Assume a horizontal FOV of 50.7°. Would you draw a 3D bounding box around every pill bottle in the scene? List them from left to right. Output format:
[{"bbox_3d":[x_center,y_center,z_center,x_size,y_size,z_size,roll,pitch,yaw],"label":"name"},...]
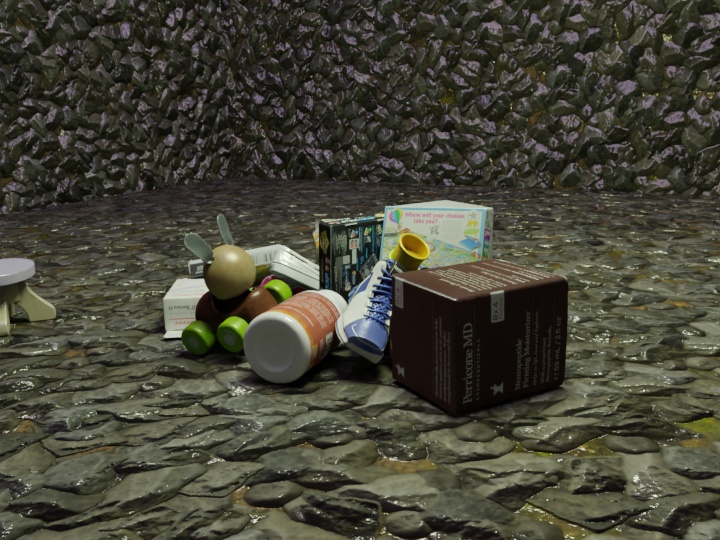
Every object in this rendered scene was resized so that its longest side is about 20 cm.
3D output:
[{"bbox_3d":[-0.092,0.096,1.212,0.112,0.112,0.200,3,14,21],"label":"pill bottle"}]

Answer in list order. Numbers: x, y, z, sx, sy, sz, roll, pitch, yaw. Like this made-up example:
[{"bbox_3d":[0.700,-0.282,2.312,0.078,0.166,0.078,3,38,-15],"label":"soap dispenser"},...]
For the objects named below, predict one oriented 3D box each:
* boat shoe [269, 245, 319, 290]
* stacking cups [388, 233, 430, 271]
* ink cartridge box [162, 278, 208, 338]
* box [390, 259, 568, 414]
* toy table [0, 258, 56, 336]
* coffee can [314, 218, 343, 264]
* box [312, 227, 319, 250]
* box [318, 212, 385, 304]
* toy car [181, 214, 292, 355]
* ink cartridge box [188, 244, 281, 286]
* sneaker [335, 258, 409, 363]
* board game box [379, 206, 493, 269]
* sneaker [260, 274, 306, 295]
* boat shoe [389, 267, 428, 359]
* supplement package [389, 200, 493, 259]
[{"bbox_3d":[-0.079,0.012,1.499,0.200,0.065,0.074,26,-15,-21],"label":"boat shoe"},{"bbox_3d":[0.050,0.026,1.326,0.060,0.200,0.061,19,39,-16],"label":"stacking cups"},{"bbox_3d":[-0.309,0.068,1.456,0.117,0.067,0.200,-2,13,-4],"label":"ink cartridge box"},{"bbox_3d":[0.169,0.086,1.099,0.200,0.166,0.164,-9,16,-28],"label":"box"},{"bbox_3d":[-0.700,0.049,1.482,0.184,0.117,0.200,-4,13,-8],"label":"toy table"},{"bbox_3d":[-0.003,-0.049,1.745,0.200,0.147,0.146,-2,13,-2],"label":"coffee can"},{"bbox_3d":[-0.017,-0.001,1.547,0.041,0.200,0.119,-39,16,4],"label":"box"},{"bbox_3d":[0.000,0.000,1.416,0.159,0.200,0.046,-11,19,-33],"label":"box"},{"bbox_3d":[-0.234,0.014,1.287,0.158,0.200,0.164,-8,22,31],"label":"toy car"},{"bbox_3d":[-0.242,0.007,1.629,0.197,0.047,0.200,-12,-18,4],"label":"ink cartridge box"},{"bbox_3d":[0.027,0.044,1.205,0.080,0.115,0.199,30,28,-11],"label":"sneaker"},{"bbox_3d":[0.129,-0.043,1.334,0.200,0.135,0.034,5,-3,33],"label":"board game box"},{"bbox_3d":[-0.120,0.028,1.573,0.200,0.082,0.088,0,5,-23],"label":"sneaker"},{"bbox_3d":[0.087,0.071,1.229,0.072,0.068,0.200,1,37,19],"label":"boat shoe"},{"bbox_3d":[0.159,-0.027,1.509,0.152,0.200,0.151,-9,16,-31],"label":"supplement package"}]
